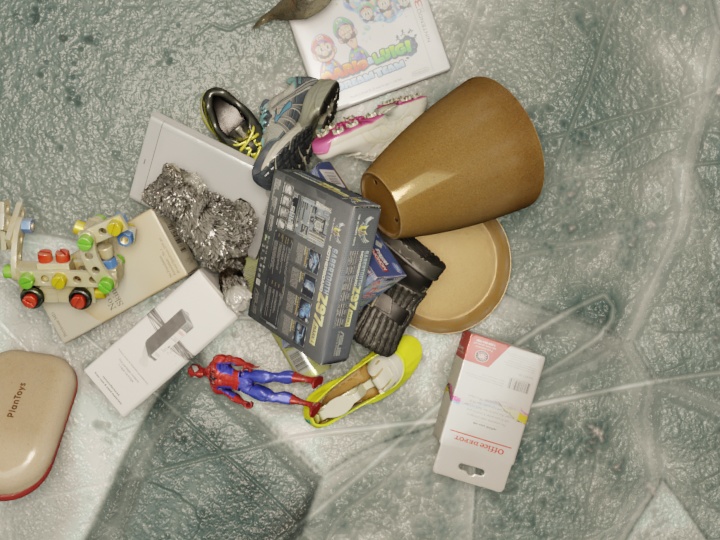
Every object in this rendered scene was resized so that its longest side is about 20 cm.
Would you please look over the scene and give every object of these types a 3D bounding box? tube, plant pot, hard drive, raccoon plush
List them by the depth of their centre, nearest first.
[{"bbox_3d":[-0.198,-0.054,1.076,0.133,0.201,0.097,31,106,-36],"label":"raccoon plush"},{"bbox_3d":[0.105,-0.127,1.119,0.198,0.186,0.189,-28,95,-22],"label":"plant pot"},{"bbox_3d":[-0.208,-0.113,1.171,0.197,0.027,0.133,26,121,-1],"label":"hard drive"},{"bbox_3d":[-0.108,0.061,1.216,0.052,0.058,0.202,-30,88,42],"label":"tube"},{"bbox_3d":[0.117,-0.011,1.236,0.196,0.027,0.204,0,94,-5],"label":"plant pot"}]

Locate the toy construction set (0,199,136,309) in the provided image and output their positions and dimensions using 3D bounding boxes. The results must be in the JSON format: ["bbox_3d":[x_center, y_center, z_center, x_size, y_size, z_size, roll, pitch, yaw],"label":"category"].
[{"bbox_3d":[-0.379,-0.022,1.085,0.196,0.092,0.133,9,121,12],"label":"toy construction set"}]

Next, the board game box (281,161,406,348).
[{"bbox_3d":[-0.060,-0.002,1.141,0.201,0.061,0.201,-52,59,33],"label":"board game box"}]

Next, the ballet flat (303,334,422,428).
[{"bbox_3d":[0.007,0.163,1.217,0.198,0.067,0.067,-32,94,-2],"label":"ballet flat"}]

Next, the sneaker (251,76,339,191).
[{"bbox_3d":[-0.102,-0.184,1.142,0.085,0.078,0.201,18,52,16],"label":"sneaker"}]

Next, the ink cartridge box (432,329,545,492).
[{"bbox_3d":[0.176,0.199,1.231,0.115,0.067,0.203,17,90,-4],"label":"ink cartridge box"}]

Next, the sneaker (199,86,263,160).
[{"bbox_3d":[-0.154,-0.167,1.178,0.074,0.085,0.200,-42,95,0],"label":"sneaker"}]

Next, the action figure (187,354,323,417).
[{"bbox_3d":[-0.152,0.156,1.194,0.197,0.052,0.067,9,106,20],"label":"action figure"}]

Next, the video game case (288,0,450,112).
[{"bbox_3d":[0.007,-0.337,1.211,0.197,0.024,0.185,-20,94,-2],"label":"video game case"}]

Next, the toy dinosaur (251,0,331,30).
[{"bbox_3d":[-0.067,-0.390,1.155,0.200,0.077,0.102,-43,80,-6],"label":"toy dinosaur"}]

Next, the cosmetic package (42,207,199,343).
[{"bbox_3d":[-0.332,0.004,1.168,0.198,0.073,0.105,-29,96,6],"label":"cosmetic package"}]

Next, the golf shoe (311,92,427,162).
[{"bbox_3d":[0.023,-0.175,1.168,0.198,0.075,0.093,-26,111,-32],"label":"golf shoe"}]

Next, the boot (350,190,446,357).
[{"bbox_3d":[-0.001,0.001,1.183,0.211,0.079,0.159,41,110,18],"label":"boot"}]

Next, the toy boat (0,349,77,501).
[{"bbox_3d":[-0.461,0.217,1.163,0.128,0.132,0.202,9,50,-4],"label":"toy boat"}]

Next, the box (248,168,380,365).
[{"bbox_3d":[-0.061,-0.007,1.062,0.050,0.157,0.203,-4,112,-43],"label":"box"}]

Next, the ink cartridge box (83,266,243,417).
[{"bbox_3d":[-0.255,0.088,1.155,0.199,0.144,0.084,-40,95,-1],"label":"ink cartridge box"}]
